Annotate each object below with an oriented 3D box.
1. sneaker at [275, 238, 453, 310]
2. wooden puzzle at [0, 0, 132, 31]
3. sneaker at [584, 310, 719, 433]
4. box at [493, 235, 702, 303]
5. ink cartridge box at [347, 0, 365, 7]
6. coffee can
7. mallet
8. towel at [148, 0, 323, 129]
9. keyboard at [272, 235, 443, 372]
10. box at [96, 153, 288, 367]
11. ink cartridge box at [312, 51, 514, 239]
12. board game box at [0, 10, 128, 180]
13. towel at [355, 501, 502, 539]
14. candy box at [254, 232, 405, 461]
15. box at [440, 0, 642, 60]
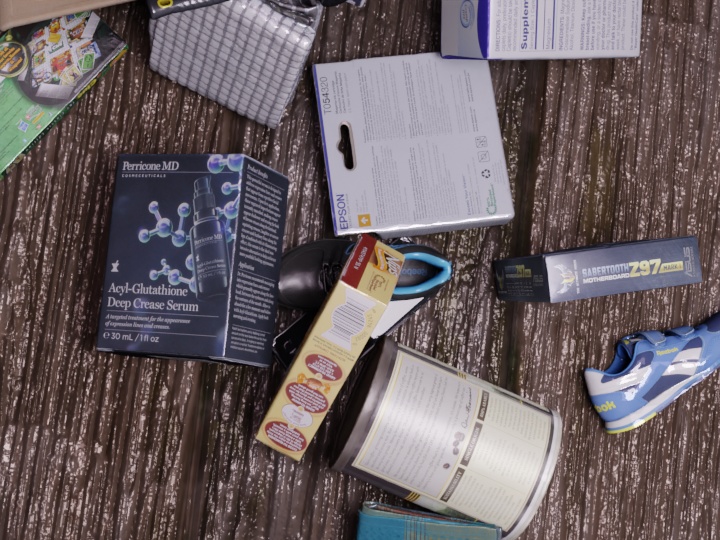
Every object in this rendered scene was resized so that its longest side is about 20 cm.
[{"bbox_3d":[0.000,0.000,1.172,0.198,0.082,0.074,-7,92,-9],"label":"sneaker"},{"bbox_3d":[-0.297,-0.353,1.192,0.198,0.046,0.187,-12,75,11],"label":"wooden puzzle"},{"bbox_3d":[0.332,0.094,1.228,0.199,0.074,0.083,-34,87,-10],"label":"sneaker"},{"bbox_3d":[0.237,0.000,1.162,0.156,0.200,0.052,-8,90,-7],"label":"box"},{"bbox_3d":[-0.080,-0.336,1.172,0.198,0.200,0.041,20,117,-4],"label":"ink cartridge box"},{"bbox_3d":[0.085,0.172,1.151,0.199,0.146,0.147,24,81,-4],"label":"coffee can"},{"bbox_3d":[-0.102,-0.270,1.031,0.198,0.041,0.066,-11,78,-20],"label":"mallet"},{"bbox_3d":[-0.127,-0.247,1.145,0.165,0.200,0.086,28,65,-3],"label":"towel"},{"bbox_3d":[-0.018,0.028,1.220,0.200,0.021,0.127,-38,95,-10],"label":"keyboard"},{"bbox_3d":[-0.167,-0.009,1.134,0.147,0.107,0.202,2,82,22],"label":"box"},{"bbox_3d":[0.055,-0.137,1.228,0.198,0.043,0.198,-6,78,-6],"label":"ink cartridge box"},{"bbox_3d":[-0.354,-0.204,1.202,0.105,0.023,0.200,43,81,-2],"label":"board game box"},{"bbox_3d":[0.063,0.333,1.138,0.145,0.022,0.202,7,110,12],"label":"towel"},{"bbox_3d":[-0.029,0.075,1.105,0.055,0.116,0.201,29,116,-1],"label":"candy box"},{"bbox_3d":[0.192,-0.317,1.191,0.198,0.105,0.186,-6,103,-25],"label":"box"}]
